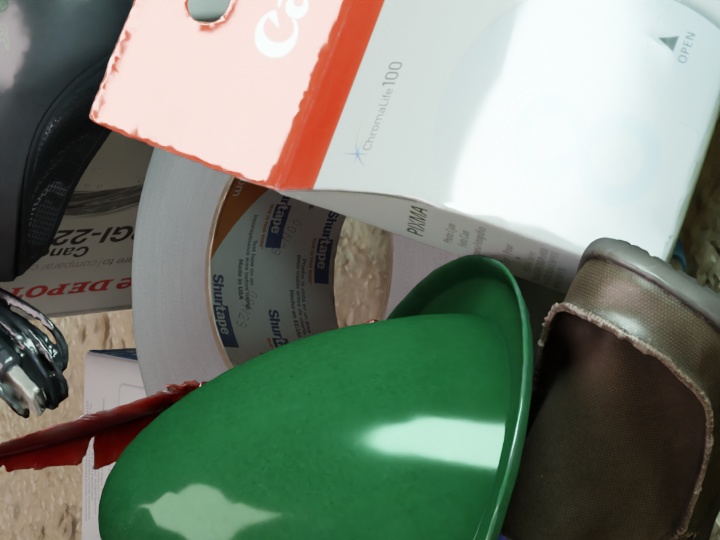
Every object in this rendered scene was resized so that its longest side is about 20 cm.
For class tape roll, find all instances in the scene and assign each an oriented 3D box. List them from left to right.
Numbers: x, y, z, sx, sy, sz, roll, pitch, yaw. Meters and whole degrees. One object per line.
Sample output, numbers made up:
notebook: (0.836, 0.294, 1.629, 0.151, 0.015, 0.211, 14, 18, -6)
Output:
tape roll: (0.000, 0.000, 1.060, 0.200, 0.066, 0.202, -6, 82, 47)

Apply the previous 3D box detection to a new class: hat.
hat: (-0.067, 0.058, 0.912, 0.200, 0.175, 0.166, -59, 21, 26)

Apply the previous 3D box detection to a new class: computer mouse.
computer mouse: (-0.144, -0.049, 1.109, 0.139, 0.053, 0.201, 47, 130, 29)

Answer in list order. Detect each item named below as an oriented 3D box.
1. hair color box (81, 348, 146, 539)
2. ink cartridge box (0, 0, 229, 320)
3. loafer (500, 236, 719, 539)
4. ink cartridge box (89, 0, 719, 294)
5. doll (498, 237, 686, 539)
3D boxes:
hair color box: (-0.041, 0.090, 1.209, 0.200, 0.060, 0.101, 7, 98, 53)
ink cartridge box: (-0.090, -0.071, 1.195, 0.200, 0.145, 0.085, -52, 56, 41)
loafer: (0.083, 0.069, 0.928, 0.073, 0.071, 0.200, 29, 149, 22)
ink cartridge box: (0.028, -0.093, 0.961, 0.047, 0.199, 0.161, 102, -172, -72)
doll: (0.074, 0.017, 1.060, 0.136, 0.048, 0.201, 12, 102, 51)
